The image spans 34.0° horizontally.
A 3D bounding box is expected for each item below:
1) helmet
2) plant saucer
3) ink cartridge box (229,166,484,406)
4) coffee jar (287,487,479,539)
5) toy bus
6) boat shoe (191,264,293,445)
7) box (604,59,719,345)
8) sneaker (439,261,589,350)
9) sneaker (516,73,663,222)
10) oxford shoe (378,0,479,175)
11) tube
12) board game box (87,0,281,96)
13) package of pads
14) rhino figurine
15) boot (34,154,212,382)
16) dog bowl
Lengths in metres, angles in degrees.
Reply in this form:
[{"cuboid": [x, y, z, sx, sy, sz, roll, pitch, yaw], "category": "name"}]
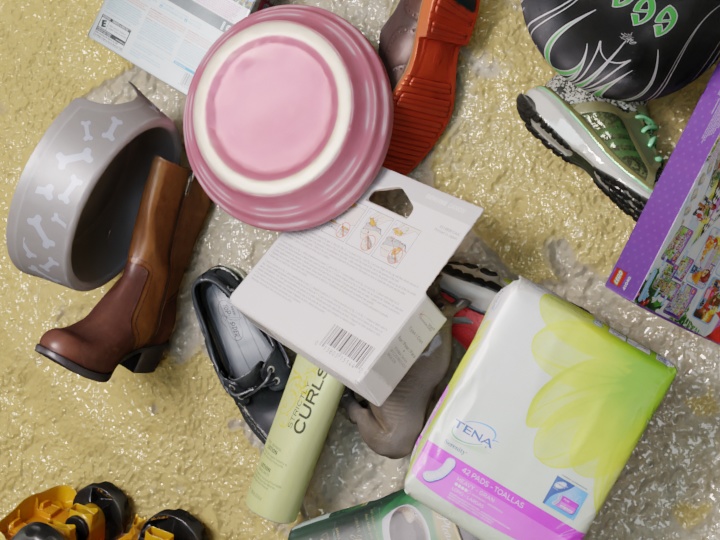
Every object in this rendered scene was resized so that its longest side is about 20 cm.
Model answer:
[{"cuboid": [0.219, -0.232, 0.940, 0.201, 0.199, 0.191, 50, 138, 12], "category": "helmet"}, {"cuboid": [-0.071, -0.138, 1.038, 0.197, 0.051, 0.205, -1, 85, 17], "category": "plant saucer"}, {"cuboid": [0.000, 0.000, 1.017, 0.177, 0.045, 0.199, -52, 42, -10], "category": "ink cartridge box"}, {"cuboid": [0.040, 0.243, 1.043, 0.197, 0.085, 0.106, -25, 69, 15], "category": "coffee jar"}, {"cuboid": [-0.244, 0.321, 1.117, 0.197, 0.135, 0.195, 17, 109, 18], "category": "toy bus"}, {"cuboid": [-0.104, 0.087, 1.101, 0.074, 0.066, 0.202, -23, 82, 14], "category": "boat shoe"}, {"cuboid": [0.294, -0.050, 0.954, 0.039, 0.136, 0.202, 34, 100, 53], "category": "box"}, {"cuboid": [0.141, 0.062, 1.036, 0.198, 0.077, 0.086, 26, 112, 22], "category": "sneaker"}, {"cuboid": [0.231, -0.112, 1.009, 0.200, 0.077, 0.089, 42, 88, 10], "category": "sneaker"}, {"cuboid": [0.046, -0.179, 1.075, 0.072, 0.070, 0.203, 36, 109, 48], "category": "oxford shoe"}, {"cuboid": [-0.049, 0.124, 1.053, 0.057, 0.052, 0.203, 22, 98, 7], "category": "tube"}, {"cuboid": [-0.151, -0.277, 1.127, 0.146, 0.064, 0.202, 31, 99, 14], "category": "board game box"}, {"cuboid": [0.138, 0.124, 0.947, 0.153, 0.068, 0.202, 30, 95, 8], "category": "package of pads"}, {"cuboid": [0.042, 0.074, 1.028, 0.087, 0.059, 0.203, 39, 119, 39], "category": "rhino figurine"}, {"cuboid": [-0.204, -0.003, 1.072, 0.068, 0.188, 0.203, 24, 97, 26], "category": "boot"}, {"cuboid": [-0.235, -0.071, 1.076, 0.058, 0.200, 0.203, 28, 96, 12], "category": "dog bowl"}]
